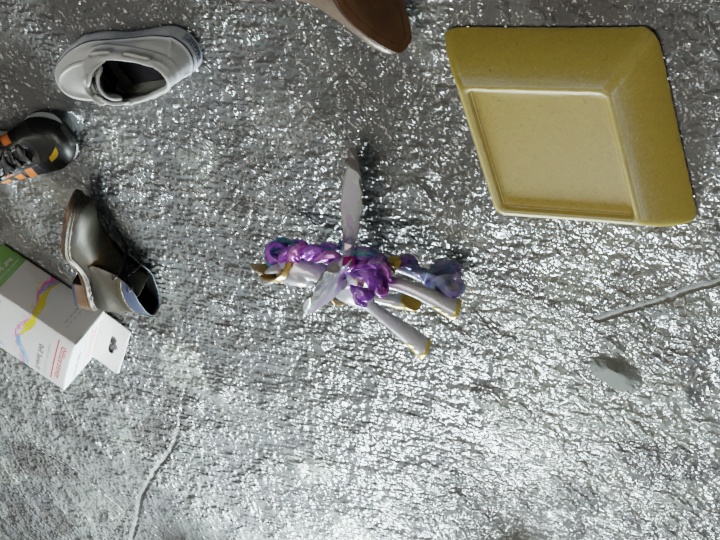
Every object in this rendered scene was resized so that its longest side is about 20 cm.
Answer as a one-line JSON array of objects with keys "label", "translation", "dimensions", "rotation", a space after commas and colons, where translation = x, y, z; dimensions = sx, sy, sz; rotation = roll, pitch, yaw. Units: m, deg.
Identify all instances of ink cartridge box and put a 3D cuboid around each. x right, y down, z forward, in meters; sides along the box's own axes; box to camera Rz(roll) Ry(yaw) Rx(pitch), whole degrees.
[{"label": "ink cartridge box", "translation": [-0.396, 0.071, 1.932], "dimensions": [0.200, 0.067, 0.117], "rotation": [32, 142, 5]}]

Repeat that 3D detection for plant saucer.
[{"label": "plant saucer", "translation": [0.172, -0.113, 1.320], "dimensions": [0.200, 0.048, 0.200], "rotation": [6, 133, 34]}]

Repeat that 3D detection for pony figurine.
[{"label": "pony figurine", "translation": [0.000, 0.000, 1.509], "dimensions": [0.200, 0.167, 0.193], "rotation": [22, 150, -6]}]

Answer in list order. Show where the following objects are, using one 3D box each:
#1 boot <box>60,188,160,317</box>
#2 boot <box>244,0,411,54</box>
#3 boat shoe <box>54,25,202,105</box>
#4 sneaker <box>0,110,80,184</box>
[{"label": "boot", "translation": [-0.285, -0.017, 1.765], "dimensions": [0.097, 0.075, 0.200], "rotation": [14, 146, 9]}, {"label": "boot", "translation": [-0.059, -0.260, 1.338], "dimensions": [0.146, 0.070, 0.200], "rotation": [-9, 123, 50]}, {"label": "boat shoe", "translation": [-0.249, -0.199, 1.538], "dimensions": [0.200, 0.065, 0.074], "rotation": [-9, 124, 43]}, {"label": "sneaker", "translation": [-0.398, -0.119, 1.716], "dimensions": [0.200, 0.090, 0.070], "rotation": [-6, 126, 41]}]
